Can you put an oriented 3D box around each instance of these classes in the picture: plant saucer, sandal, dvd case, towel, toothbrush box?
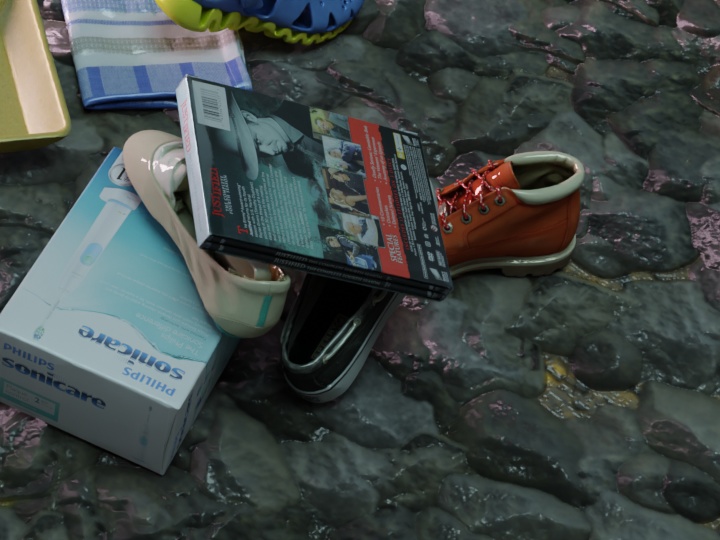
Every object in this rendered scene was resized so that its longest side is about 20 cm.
[{"bbox_3d":[-0.344,-0.154,1.720,0.199,0.049,0.200,-6,52,-18],"label":"plant saucer"},{"bbox_3d":[-0.071,-0.241,1.813,0.200,0.087,0.080,-5,51,-42],"label":"sandal"},{"bbox_3d":[-0.032,-0.058,1.556,0.200,0.022,0.146,13,49,-31],"label":"dvd case"},{"bbox_3d":[-0.173,-0.212,1.826,0.146,0.024,0.200,-3,51,-14],"label":"towel"},{"bbox_3d":[-0.161,0.026,1.581,0.146,0.085,0.200,23,48,5],"label":"toothbrush box"}]

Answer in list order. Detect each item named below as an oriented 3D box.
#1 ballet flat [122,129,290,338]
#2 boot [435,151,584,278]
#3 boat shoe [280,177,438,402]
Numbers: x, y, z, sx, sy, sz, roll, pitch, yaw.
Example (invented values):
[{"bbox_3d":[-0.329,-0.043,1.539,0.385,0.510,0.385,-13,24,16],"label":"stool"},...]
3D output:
[{"bbox_3d":[-0.107,-0.043,1.553,0.069,0.070,0.200,-18,59,-26],"label":"ballet flat"},{"bbox_3d":[0.078,-0.046,1.686,0.199,0.107,0.075,-8,55,-16],"label":"boot"},{"bbox_3d":[0.000,0.000,1.610,0.071,0.064,0.200,17,68,20],"label":"boat shoe"}]
